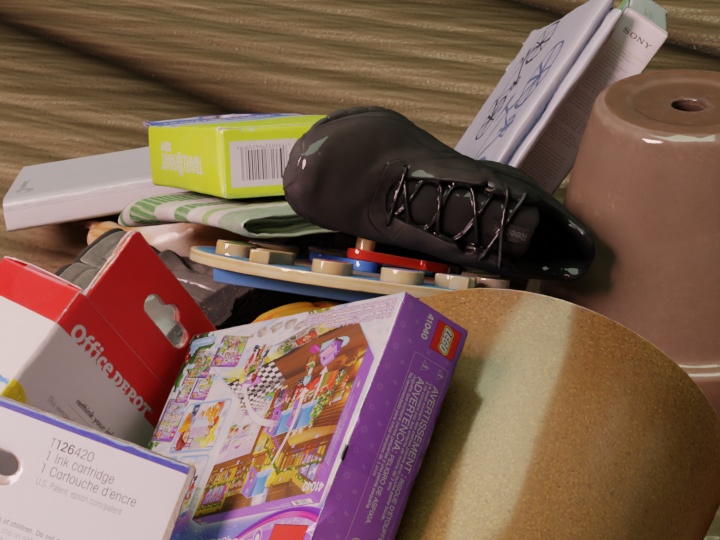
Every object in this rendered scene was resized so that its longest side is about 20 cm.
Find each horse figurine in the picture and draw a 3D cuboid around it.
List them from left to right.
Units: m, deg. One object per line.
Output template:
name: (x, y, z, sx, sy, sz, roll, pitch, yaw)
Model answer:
horse figurine: (-0.133, -0.023, 1.122, 0.199, 0.050, 0.133, -7, 21, -1)

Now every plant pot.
plant pot: (0.052, 0.142, 0.690, 0.186, 0.187, 0.200, 8, 45, 20)
plant pot: (0.200, -0.024, 0.960, 0.199, 0.175, 0.200, -1, 28, 1)

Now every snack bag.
snack bag: (0.094, -0.092, 1.042, 0.021, 0.189, 0.200, 34, -3, -7)

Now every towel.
towel: (-0.051, -0.037, 0.982, 0.152, 0.023, 0.200, -6, 8, -30)

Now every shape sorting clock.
shape sorting clock: (0.000, 0.000, 0.912, 0.199, 0.039, 0.200, 8, -1, 0)

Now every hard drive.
hard drive: (-0.159, -0.071, 1.169, 0.199, 0.027, 0.132, -10, 16, -2)

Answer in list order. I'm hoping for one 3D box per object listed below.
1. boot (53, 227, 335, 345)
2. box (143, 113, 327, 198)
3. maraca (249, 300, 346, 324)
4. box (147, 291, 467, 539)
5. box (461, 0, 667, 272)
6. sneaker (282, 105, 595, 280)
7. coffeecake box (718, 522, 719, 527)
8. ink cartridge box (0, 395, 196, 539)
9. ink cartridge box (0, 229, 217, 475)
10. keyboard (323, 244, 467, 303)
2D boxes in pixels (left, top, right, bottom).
boot: (-0.114, 0.000, 1.032, 0.130, 0.068, 0.200, 27, 41, 22)
box: (-0.062, -0.077, 1.017, 0.121, 0.048, 0.200, -5, 7, -20)
maraca: (-0.038, 0.091, 0.846, 0.137, 0.107, 0.200, 8, 39, 23)
box: (-0.043, 0.088, 0.702, 0.200, 0.039, 0.137, -13, 50, 57)
box: (0.137, -0.095, 1.058, 0.036, 0.200, 0.144, 36, 18, 0)
sneaker: (0.050, -0.038, 0.868, 0.199, 0.076, 0.091, 10, 13, -34)
coffeecake box: (0.285, 0.086, 0.792, 0.153, 0.073, 0.200, -19, 18, 34)
ink cartridge box: (-0.191, 0.147, 0.652, 0.197, 0.047, 0.201, 19, 72, 8)
ink cartridge box: (-0.166, 0.079, 0.784, 0.067, 0.116, 0.200, 20, 65, 38)
keyboard: (0.028, 0.027, 1.034, 0.104, 0.040, 0.200, -8, 20, 7)
